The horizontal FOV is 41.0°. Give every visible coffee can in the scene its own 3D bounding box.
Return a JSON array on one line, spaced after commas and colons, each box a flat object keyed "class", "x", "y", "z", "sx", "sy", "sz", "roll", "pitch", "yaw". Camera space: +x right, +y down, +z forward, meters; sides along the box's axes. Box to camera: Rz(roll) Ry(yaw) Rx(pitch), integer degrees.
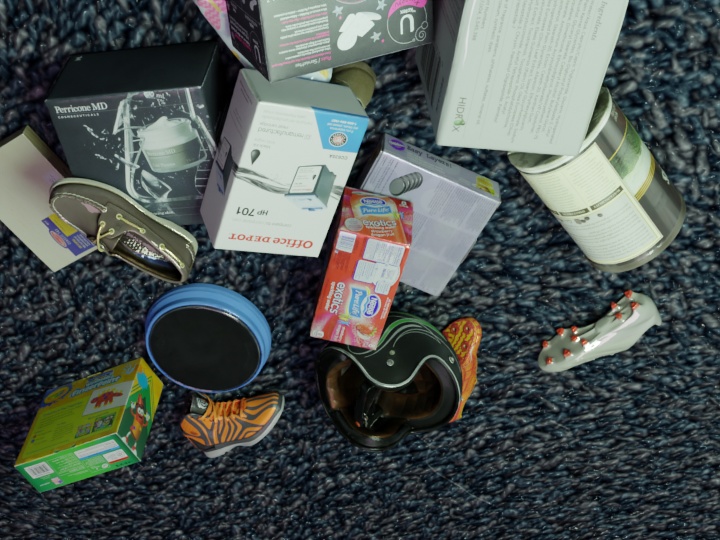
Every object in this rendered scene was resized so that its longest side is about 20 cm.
[{"class": "coffee can", "x": 0.299, "y": -0.117, "z": 1.216, "sx": 0.145, "sy": 0.147, "sz": 0.200, "roll": -30, "pitch": 122, "yaw": 25}]

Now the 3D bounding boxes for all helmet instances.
[{"class": "helmet", "x": 0.049, "y": 0.155, "z": 1.423, "sx": 0.189, "sy": 0.200, "sz": 0.202, "roll": -19, "pitch": 141, "yaw": -36}]

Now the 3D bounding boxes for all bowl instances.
[{"class": "bowl", "x": -0.239, "y": 0.111, "z": 1.497, "sx": 0.197, "sy": 0.040, "sz": 0.203, "roll": 2, "pitch": 128, "yaw": 3}]

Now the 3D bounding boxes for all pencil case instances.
[{"class": "pencil case", "x": -0.117, "y": -0.288, "z": 1.138, "sx": 0.090, "sy": 0.084, "sz": 0.201, "roll": -32, "pitch": 122, "yaw": 10}]

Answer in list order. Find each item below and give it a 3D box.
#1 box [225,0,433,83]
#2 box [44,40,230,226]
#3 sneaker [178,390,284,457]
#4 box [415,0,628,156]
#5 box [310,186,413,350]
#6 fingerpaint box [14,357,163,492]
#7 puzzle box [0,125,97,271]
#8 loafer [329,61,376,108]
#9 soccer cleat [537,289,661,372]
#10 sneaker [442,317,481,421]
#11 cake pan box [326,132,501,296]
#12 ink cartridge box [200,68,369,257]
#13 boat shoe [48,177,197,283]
[{"class": "box", "x": -0.037, "y": -0.296, "z": 1.045, "sx": 0.197, "sy": 0.132, "sz": 0.116, "roll": -17, "pitch": 125, "yaw": -19}, {"class": "box", "x": -0.263, "y": -0.168, "z": 1.221, "sx": 0.196, "sy": 0.125, "sz": 0.199, "roll": -4, "pitch": 128, "yaw": 7}, {"class": "sneaker", "x": -0.223, "y": 0.237, "z": 1.580, "sx": 0.199, "sy": 0.078, "sz": 0.112, "roll": -32, "pitch": 123, "yaw": 26}, {"class": "box", "x": 0.167, "y": -0.265, "z": 1.059, "sx": 0.168, "sy": 0.201, "sz": 0.202, "roll": 4, "pitch": 130, "yaw": -9}, {"class": "box", "x": 0.000, "y": 0.000, "z": 1.298, "sx": 0.098, "sy": 0.096, "sz": 0.202, "roll": 13, "pitch": 131, "yaw": -5}, {"class": "fingerpaint box", "x": -0.430, "y": 0.247, "z": 1.540, "sx": 0.197, "sy": 0.168, "sz": 0.074, "roll": -20, "pitch": 124, "yaw": 17}, {"class": "puzzle box", "x": -0.447, "y": -0.096, "z": 1.350, "sx": 0.132, "sy": 0.026, "sz": 0.201, "roll": -24, "pitch": 125, "yaw": 20}, {"class": "loafer", "x": -0.063, "y": -0.190, "z": 1.225, "sx": 0.076, "sy": 0.068, "sz": 0.199, "roll": 37, "pitch": 122, "yaw": -25}, {"class": "soccer cleat", "x": 0.361, "y": 0.106, "z": 1.452, "sx": 0.199, "sy": 0.070, "sz": 0.077, "roll": -35, "pitch": 124, "yaw": 24}, {"class": "sneaker", "x": 0.151, "y": 0.153, "z": 1.511, "sx": 0.076, "sy": 0.073, "sz": 0.202, "roll": -12, "pitch": 132, "yaw": -36}, {"class": "cake pan box", "x": 0.069, "y": -0.069, "z": 1.331, "sx": 0.182, "sy": 0.053, "sz": 0.201, "roll": 21, "pitch": 127, "yaw": -11}, {"class": "ink cartridge box", "x": -0.094, "y": -0.124, "z": 1.149, "sx": 0.144, "sy": 0.086, "sz": 0.202, "roll": 3, "pitch": 124, "yaw": -28}, {"class": "boat shoe", "x": -0.299, "y": -0.048, "z": 1.203, "sx": 0.198, "sy": 0.060, "sz": 0.072, "roll": 29, "pitch": 128, "yaw": -21}]
